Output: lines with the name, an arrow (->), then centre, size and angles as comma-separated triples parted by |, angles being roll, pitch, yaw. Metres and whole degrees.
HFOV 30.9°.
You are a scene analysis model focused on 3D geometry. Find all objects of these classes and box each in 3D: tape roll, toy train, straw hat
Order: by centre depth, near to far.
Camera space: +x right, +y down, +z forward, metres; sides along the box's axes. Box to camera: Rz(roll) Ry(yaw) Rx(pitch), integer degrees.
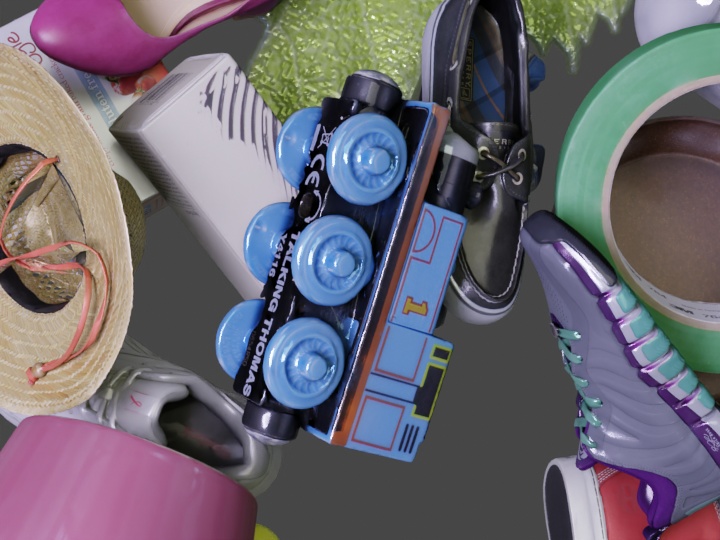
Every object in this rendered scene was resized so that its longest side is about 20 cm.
toy train -> 0.000, 0.000, 0.690 | 0.113, 0.086, 0.202 | 18, 89, -32
straw hat -> -0.165, -0.024, 0.707 | 0.085, 0.200, 0.203 | -15, 79, -53
tape roll -> 0.214, -0.042, 0.766 | 0.198, 0.048, 0.203 | 1, 104, 6

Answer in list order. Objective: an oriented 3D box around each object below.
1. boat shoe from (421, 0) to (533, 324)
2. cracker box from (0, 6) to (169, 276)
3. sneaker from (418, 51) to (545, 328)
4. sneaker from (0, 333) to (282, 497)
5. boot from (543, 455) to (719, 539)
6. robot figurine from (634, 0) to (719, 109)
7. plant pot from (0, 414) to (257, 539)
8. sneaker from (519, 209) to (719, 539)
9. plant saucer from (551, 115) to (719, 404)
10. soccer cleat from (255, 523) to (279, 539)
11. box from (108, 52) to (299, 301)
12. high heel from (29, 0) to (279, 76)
boat shoe -> 0.069, -0.072, 0.750 | 0.068, 0.057, 0.202 | 3, 76, -23
cracker box -> -0.203, -0.070, 0.782 | 0.199, 0.058, 0.135 | -31, 87, -12
sneaker -> 0.074, -0.057, 0.813 | 0.084, 0.077, 0.202 | 15, 79, -9
sneaker -> -0.134, 0.071, 0.745 | 0.198, 0.099, 0.079 | 20, 78, -4
boot -> 0.193, 0.210, 0.785 | 0.143, 0.072, 0.202 | -1, 77, -10
robot figurine -> 0.259, -0.154, 0.835 | 0.199, 0.113, 0.170 | 34, 44, -1
plant pot -> -0.135, 0.177, 0.621 | 0.198, 0.200, 0.181 | 19, 68, -4
sneaker -> 0.138, 0.063, 0.733 | 0.087, 0.074, 0.200 | -39, 97, 7
plant saucer -> 0.210, 0.002, 0.841 | 0.198, 0.034, 0.203 | 2, 79, -9
soccer cleat -> -0.089, 0.241, 0.730 | 0.064, 0.084, 0.202 | 25, 78, -4
box -> -0.052, -0.025, 0.750 | 0.068, 0.082, 0.201 | -43, 112, -13
high heel -> -0.097, -0.173, 0.753 | 0.199, 0.096, 0.068 | -32, 89, -43
